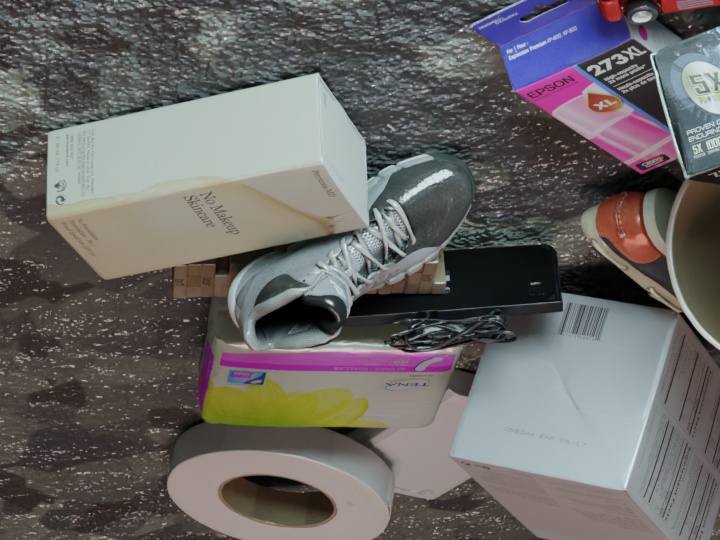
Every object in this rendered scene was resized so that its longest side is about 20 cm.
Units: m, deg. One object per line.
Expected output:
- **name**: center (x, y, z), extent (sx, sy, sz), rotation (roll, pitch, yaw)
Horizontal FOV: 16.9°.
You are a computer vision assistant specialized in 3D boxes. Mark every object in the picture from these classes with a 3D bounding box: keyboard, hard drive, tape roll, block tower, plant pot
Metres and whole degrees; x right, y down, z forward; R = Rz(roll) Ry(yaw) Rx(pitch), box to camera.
- **keyboard**: center (0.050, 0.029, 1.807), extent (0.200, 0.104, 0.040), rotation (-4, 128, 4)
- **hard drive**: center (0.071, 0.146, 2.124), extent (0.132, 0.026, 0.200), rotation (15, 147, -31)
- **tape roll**: center (-0.070, 0.190, 2.143), extent (0.203, 0.037, 0.203), rotation (7, 149, 4)
- **block tower**: center (-0.037, -0.016, 1.769), extent (0.200, 0.054, 0.058), rotation (-1, 153, -6)
- **plant pot**: center (0.324, 0.007, 1.740), extent (0.187, 0.187, 0.200), rotation (-9, 162, 12)

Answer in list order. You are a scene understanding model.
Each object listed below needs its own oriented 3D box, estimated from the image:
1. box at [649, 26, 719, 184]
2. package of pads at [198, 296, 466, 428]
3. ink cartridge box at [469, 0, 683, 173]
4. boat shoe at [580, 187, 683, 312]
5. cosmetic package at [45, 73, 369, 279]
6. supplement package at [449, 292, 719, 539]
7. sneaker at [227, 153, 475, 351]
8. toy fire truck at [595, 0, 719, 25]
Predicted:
- **box**: center (0.309, -0.121, 1.513), extent (0.200, 0.086, 0.164), rotation (-19, 169, 29)
- **package of pads**: center (-0.025, 0.069, 1.918), extent (0.200, 0.068, 0.155), rotation (2, 152, -8)
- **ink cartridge box**: center (0.169, -0.128, 1.598), extent (0.095, 0.037, 0.200), rotation (-23, 145, 33)
- **boat shoe**: center (0.237, -0.003, 1.805), extent (0.063, 0.071, 0.200), rotation (-13, 150, 31)
- **cosmetic package**: center (-0.104, -0.062, 1.655), extent (0.200, 0.073, 0.104), rotation (-11, 151, 17)
- **supplement package**: center (0.193, 0.126, 1.918), extent (0.152, 0.151, 0.200), rotation (9, 160, 29)
- **sneaker**: center (0.000, 0.000, 1.677), extent (0.200, 0.116, 0.075), rotation (-35, 107, 7)
- **toy fire truck**: center (0.228, -0.212, 1.424), extent (0.200, 0.049, 0.141), rotation (-7, 152, 10)
